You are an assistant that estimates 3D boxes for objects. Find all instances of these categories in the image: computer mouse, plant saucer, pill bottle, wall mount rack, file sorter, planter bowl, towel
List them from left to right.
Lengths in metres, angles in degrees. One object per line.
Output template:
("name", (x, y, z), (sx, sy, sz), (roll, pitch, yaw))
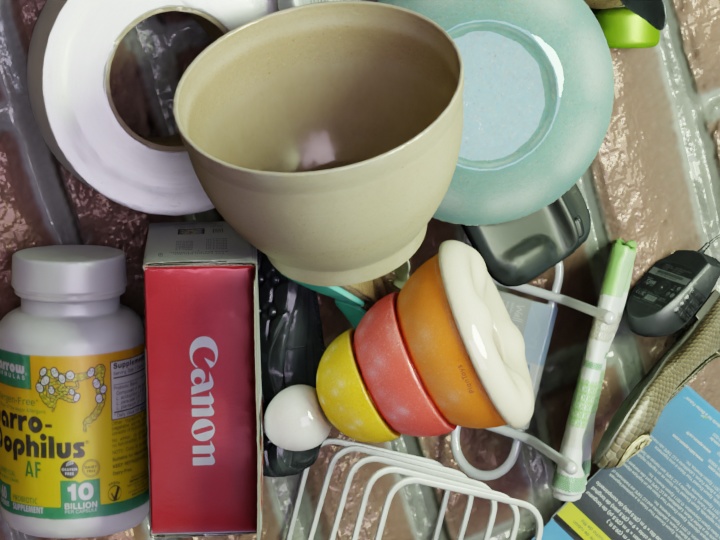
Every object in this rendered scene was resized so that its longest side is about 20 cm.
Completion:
("pill bottle", (-0.212, 0.086, 1.606), (0.112, 0.113, 0.201), (-3, 100, -18))
("planter bowl", (-0.019, -0.075, 1.512), (0.199, 0.200, 0.135), (-22, 130, -14))
("file sorter", (0.035, 0.210, 1.665), (0.138, 0.200, 0.125), (15, 90, -20))
("plant saucer", (0.089, -0.129, 1.592), (0.200, 0.039, 0.202), (0, 102, -2))
("wall mount rack", (0.122, 0.074, 1.689), (0.074, 0.173, 0.201), (6, 99, -56))
("towel", (0.189, 0.076, 1.721), (0.031, 0.149, 0.201), (14, 95, 5))
("computer mouse", (0.292, -0.016, 1.790), (0.200, 0.059, 0.034), (-44, 120, -11))

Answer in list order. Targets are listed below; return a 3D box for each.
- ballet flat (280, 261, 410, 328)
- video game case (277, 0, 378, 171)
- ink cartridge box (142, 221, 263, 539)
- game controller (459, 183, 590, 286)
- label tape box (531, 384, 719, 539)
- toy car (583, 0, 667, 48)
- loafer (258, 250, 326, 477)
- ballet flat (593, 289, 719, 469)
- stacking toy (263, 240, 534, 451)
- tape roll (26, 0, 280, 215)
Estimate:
("ballet flat", (0.000, 0.000, 1.646), (0.200, 0.068, 0.073), (37, 74, -58))
("video game case", (0.026, -0.147, 1.654), (0.199, 0.023, 0.183), (-17, 105, -40))
("ink cartridge box", (-0.112, 0.080, 1.552), (0.083, 0.176, 0.201), (-1, 103, -3))
("game controller", (0.099, -0.090, 1.657), (0.104, 0.042, 0.201), (-30, 95, -22))
("label tape box", (0.249, 0.213, 1.763), (0.200, 0.143, 0.066), (-45, 147, -5))
("toy car", (0.194, -0.244, 1.638), (0.157, 0.200, 0.165), (-4, 100, -18))
("loafer", (-0.059, 0.058, 1.684), (0.070, 0.068, 0.202), (-4, 95, -53))
("ballet flat", (0.252, 0.093, 1.756), (0.046, 0.067, 0.200), (41, 56, 2))
("stacking toy", (0.017, 0.077, 1.605), (0.199, 0.146, 0.147), (-22, 107, 12))
("tape roll", (-0.144, -0.144, 1.612), (0.201, 0.071, 0.204), (-3, 100, -17))
